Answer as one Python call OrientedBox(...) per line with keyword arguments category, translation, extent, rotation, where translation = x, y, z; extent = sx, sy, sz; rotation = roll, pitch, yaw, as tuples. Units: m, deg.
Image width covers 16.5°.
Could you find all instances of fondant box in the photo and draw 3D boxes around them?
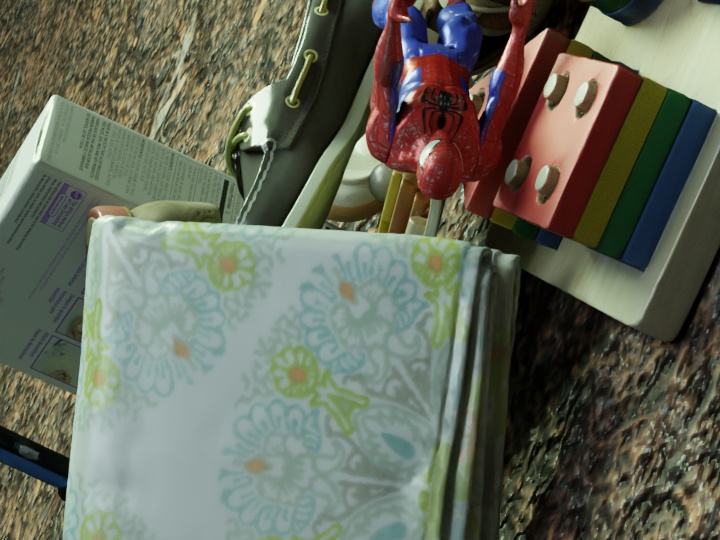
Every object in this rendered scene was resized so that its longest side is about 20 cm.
OrientedBox(category="fondant box", translation=(-0.108, 0.010, 1.325), extent=(0.144, 0.199, 0.058), rotation=(-51, 20, 39))

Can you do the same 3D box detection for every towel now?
OrientedBox(category="towel", translation=(-0.032, 0.068, 1.055), extent=(0.048, 0.199, 0.172), rotation=(18, -103, -67))

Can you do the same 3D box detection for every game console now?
OrientedBox(category="game console", translation=(-0.167, 0.133, 1.193), extent=(0.200, 0.116, 0.177), rotation=(148, 114, -80))

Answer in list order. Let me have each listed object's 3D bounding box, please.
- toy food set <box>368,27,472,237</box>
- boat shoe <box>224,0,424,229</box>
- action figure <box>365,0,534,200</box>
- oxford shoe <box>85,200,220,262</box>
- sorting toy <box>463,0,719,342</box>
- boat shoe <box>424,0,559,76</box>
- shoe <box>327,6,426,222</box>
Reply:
OrientedBox(category="toy food set", translation=(0.000, 0.000, 1.151), extent=(0.144, 0.060, 0.201), rotation=(-72, -4, -66))
OrientedBox(category="boat shoe", translation=(-0.031, -0.065, 1.196), extent=(0.072, 0.060, 0.202), rotation=(110, -175, -53))
OrientedBox(category="action figure", translation=(0.036, -0.110, 1.043), extent=(0.201, 0.065, 0.099), rotation=(-90, 13, -51))
OrientedBox(category="oxford shoe", translation=(-0.090, 0.062, 1.250), extent=(0.070, 0.074, 0.201), rotation=(-139, 43, -64))
OrientedBox(category="sorting toy", translation=(0.108, -0.091, 1.045), extent=(0.201, 0.069, 0.199), rotation=(-66, 18, 3))
OrientedBox(category="boat shoe", translation=(0.074, -0.149, 1.203), extent=(0.200, 0.075, 0.072), rotation=(114, 165, -72))
OrientedBox(category="shoe", translation=(0.001, -0.112, 1.359), extent=(0.054, 0.069, 0.201), rotation=(74, -159, -47))
